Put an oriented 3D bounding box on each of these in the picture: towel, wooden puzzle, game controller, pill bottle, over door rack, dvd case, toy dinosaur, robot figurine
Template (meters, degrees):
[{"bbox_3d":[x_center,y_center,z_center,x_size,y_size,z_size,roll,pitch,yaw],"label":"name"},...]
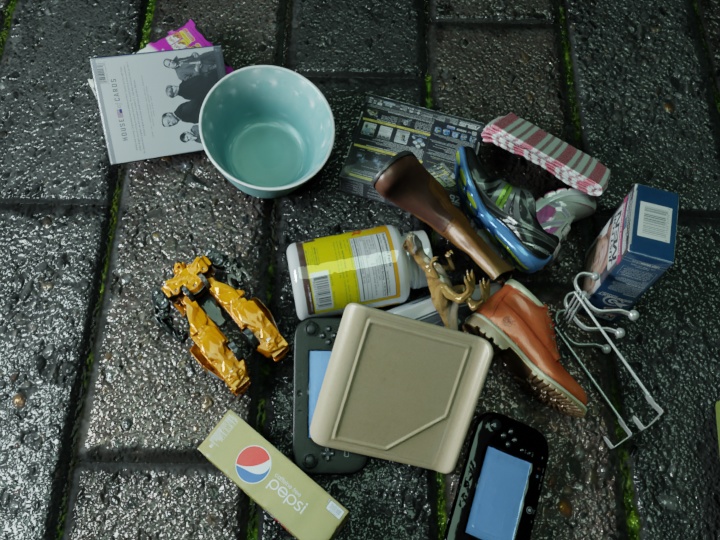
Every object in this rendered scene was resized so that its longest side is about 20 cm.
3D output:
[{"bbox_3d":[0.287,-0.177,1.084,0.198,0.030,0.146,33,29,12],"label":"towel"},{"bbox_3d":[0.050,0.151,0.904,0.195,0.037,0.189,16,101,-8],"label":"wooden puzzle"},{"bbox_3d":[0.171,0.286,0.895,0.102,0.042,0.204,18,67,7],"label":"game controller"},{"bbox_3d":[0.000,0.000,0.992,0.195,0.110,0.112,-10,66,-6],"label":"pill bottle"},{"bbox_3d":[0.326,0.115,0.927,0.065,0.148,0.204,-18,66,-3],"label":"over door rack"},{"bbox_3d":[-0.293,-0.252,1.076,0.196,0.025,0.154,-13,104,-23],"label":"dvd case"},{"bbox_3d":[0.116,0.042,0.933,0.060,0.105,0.205,-18,91,-52],"label":"toy dinosaur"},{"bbox_3d":[-0.038,0.163,0.939,0.101,0.042,0.206,-1,77,1],"label":"game controller"},{"bbox_3d":[-0.197,0.066,0.986,0.144,0.059,0.200,-38,72,-17],"label":"robot figurine"}]

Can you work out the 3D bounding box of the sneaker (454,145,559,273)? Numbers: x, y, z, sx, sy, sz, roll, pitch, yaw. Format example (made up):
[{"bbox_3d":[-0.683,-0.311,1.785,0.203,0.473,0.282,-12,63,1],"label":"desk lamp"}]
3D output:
[{"bbox_3d":[0.199,-0.091,0.987,0.082,0.071,0.201,-34,75,-9],"label":"sneaker"}]

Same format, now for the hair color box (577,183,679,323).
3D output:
[{"bbox_3d":[0.354,-0.017,0.956,0.059,0.201,0.102,14,65,5],"label":"hair color box"}]

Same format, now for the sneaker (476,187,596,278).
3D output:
[{"bbox_3d":[0.263,-0.048,1.041,0.196,0.082,0.090,-26,69,-3],"label":"sneaker"}]

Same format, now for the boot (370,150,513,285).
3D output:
[{"bbox_3d":[0.111,-0.057,0.945,0.068,0.188,0.201,-42,70,10],"label":"boot"}]

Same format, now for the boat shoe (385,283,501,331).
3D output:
[{"bbox_3d":[0.113,0.069,0.988,0.196,0.071,0.069,-17,94,-21],"label":"boat shoe"}]

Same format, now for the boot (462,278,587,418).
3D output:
[{"bbox_3d":[0.243,0.104,0.957,0.200,0.075,0.107,44,70,3],"label":"boot"}]

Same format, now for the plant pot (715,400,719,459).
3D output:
[{"bbox_3d":[0.520,0.242,0.868,0.194,0.202,0.193,4,52,1],"label":"plant pot"}]

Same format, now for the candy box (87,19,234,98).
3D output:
[{"bbox_3d":[-0.313,-0.294,1.144,0.198,0.061,0.137,-36,73,-16],"label":"candy box"}]

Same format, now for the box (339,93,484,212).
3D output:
[{"bbox_3d":[0.081,-0.177,1.107,0.195,0.049,0.164,15,65,6],"label":"box"}]

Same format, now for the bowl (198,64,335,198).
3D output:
[{"bbox_3d":[-0.140,-0.192,1.069,0.195,0.105,0.206,3,71,-8],"label":"bowl"}]

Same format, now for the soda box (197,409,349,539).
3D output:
[{"bbox_3d":[-0.108,0.267,0.892,0.198,0.068,0.064,37,70,14],"label":"soda box"}]
